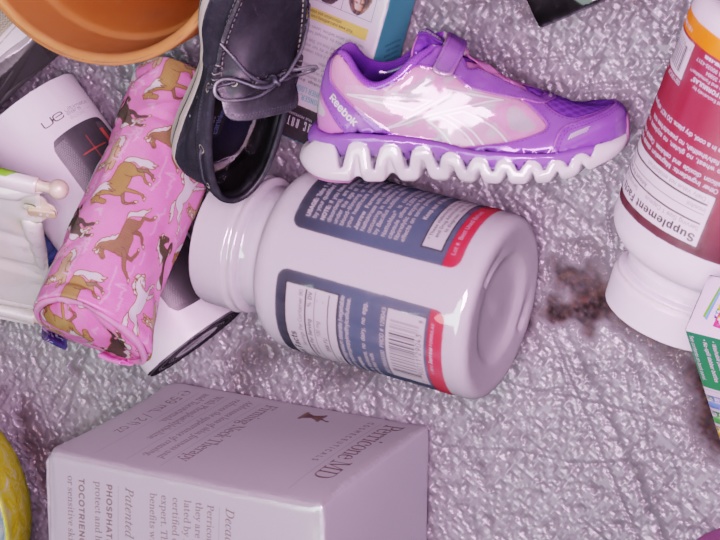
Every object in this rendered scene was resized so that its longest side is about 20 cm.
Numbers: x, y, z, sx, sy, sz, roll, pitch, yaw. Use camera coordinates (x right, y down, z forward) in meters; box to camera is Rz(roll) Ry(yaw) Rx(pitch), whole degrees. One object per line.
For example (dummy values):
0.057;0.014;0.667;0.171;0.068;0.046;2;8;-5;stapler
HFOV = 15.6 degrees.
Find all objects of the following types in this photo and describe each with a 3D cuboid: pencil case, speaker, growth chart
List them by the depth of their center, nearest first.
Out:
-0.139;-0.039;1.680;0.083;0.200;0.087;27;155;-15;pencil case
-0.264;-0.021;1.745;0.144;0.018;0.200;17;149;3;growth chart
-0.168;-0.031;1.761;0.081;0.081;0.200;-39;85;30;speaker

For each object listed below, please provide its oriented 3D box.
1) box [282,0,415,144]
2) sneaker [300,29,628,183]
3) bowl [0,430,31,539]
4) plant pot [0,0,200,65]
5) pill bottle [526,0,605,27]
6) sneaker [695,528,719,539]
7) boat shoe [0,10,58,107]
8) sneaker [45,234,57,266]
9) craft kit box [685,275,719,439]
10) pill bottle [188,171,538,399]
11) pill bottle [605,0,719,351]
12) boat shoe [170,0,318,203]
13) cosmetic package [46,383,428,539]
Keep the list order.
-0.010;-0.176;1.653;0.082;0.049;0.200;24;114;19;box
0.062;-0.101;1.591;0.200;0.080;0.089;1;103;7;sneaker
-0.305;0.160;1.870;0.200;0.108;0.201;8;107;25;bowl
-0.132;-0.238;1.646;0.200;0.140;0.200;8;107;26;plant pot
0.105;-0.250;1.537;0.112;0.112;0.200;-22;94;30;pill bottle
0.287;0.229;1.608;0.200;0.080;0.089;18;119;27;sneaker
-0.263;-0.139;1.739;0.202;0.074;0.065;-42;77;-8;boat shoe
-0.287;-0.071;1.795;0.200;0.075;0.088;35;154;13;sneaker
0.298;0.093;1.505;0.197;0.049;0.200;11;150;26;craft kit box
0.000;0.000;1.660;0.200;0.120;0.120;16;111;23;pill bottle
0.216;-0.058;1.536;0.113;0.113;0.200;27;116;18;pill bottle
-0.064;-0.121;1.582;0.062;0.074;0.200;56;142;34;boat shoe
-0.078;0.186;1.726;0.200;0.167;0.167;8;108;24;cosmetic package
